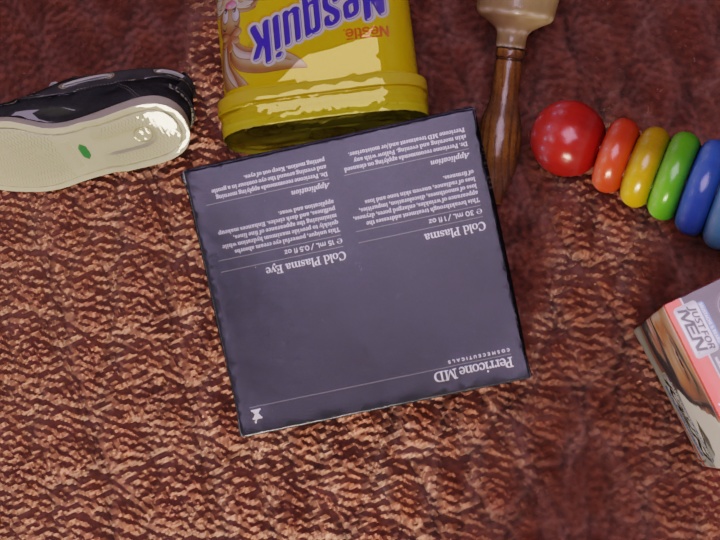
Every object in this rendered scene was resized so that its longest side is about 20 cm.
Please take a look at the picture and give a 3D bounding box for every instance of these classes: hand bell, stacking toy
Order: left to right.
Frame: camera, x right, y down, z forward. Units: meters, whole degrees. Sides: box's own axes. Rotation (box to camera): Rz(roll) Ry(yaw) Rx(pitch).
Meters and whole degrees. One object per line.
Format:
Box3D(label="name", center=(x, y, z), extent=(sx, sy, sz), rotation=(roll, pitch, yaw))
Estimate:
Box3D(label="hand bell", center=(0.105, -0.147, 1.052), extent=(0.104, 0.104, 0.200), rotation=(9, 97, 6))
Box3D(label="stacking toy", center=(0.213, -0.065, 1.028), extent=(0.200, 0.085, 0.085), rotation=(20, 85, 12))

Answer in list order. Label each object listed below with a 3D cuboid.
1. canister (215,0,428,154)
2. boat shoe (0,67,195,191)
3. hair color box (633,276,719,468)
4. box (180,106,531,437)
Box3D(label="canister", center=(-0.035, -0.195, 1.057), extent=(0.148, 0.087, 0.200), rotation=(-7, 81, 3))
Box3D(label="boat shoe", center=(-0.217, -0.106, 1.081), extent=(0.200, 0.072, 0.068), rotation=(-8, 46, 10))
Box3D(label="hair color box", center=(0.233, 0.066, 0.944), extent=(0.064, 0.200, 0.111), rotation=(-25, 81, 1))
Box3D(label="box", center=(0.000, 0.000, 1.006), extent=(0.200, 0.104, 0.182), rotation=(-11, 91, 4))
